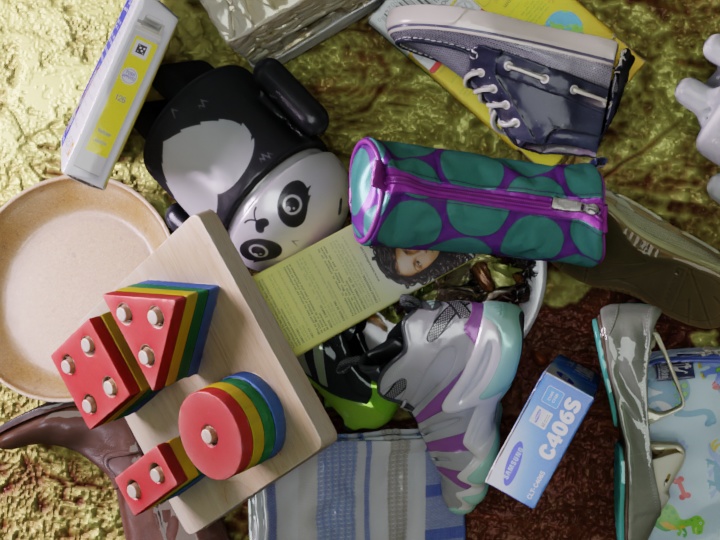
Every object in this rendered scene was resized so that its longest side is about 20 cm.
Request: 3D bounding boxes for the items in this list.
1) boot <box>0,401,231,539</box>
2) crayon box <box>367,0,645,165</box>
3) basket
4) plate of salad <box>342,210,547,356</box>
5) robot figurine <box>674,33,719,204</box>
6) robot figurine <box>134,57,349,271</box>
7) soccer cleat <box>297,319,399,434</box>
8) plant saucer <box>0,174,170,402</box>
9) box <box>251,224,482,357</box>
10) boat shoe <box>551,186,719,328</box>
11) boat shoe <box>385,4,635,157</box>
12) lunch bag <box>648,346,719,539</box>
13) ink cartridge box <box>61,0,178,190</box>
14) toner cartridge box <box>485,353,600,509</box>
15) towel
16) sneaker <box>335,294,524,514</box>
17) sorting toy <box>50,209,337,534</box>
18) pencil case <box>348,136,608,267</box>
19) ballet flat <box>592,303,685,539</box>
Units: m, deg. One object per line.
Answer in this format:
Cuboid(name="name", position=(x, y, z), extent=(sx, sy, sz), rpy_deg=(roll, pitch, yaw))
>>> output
Cuboid(name="boot", position=(-0.216, 0.202, 1.322), extent=(0.186, 0.064, 0.201), rpy_deg=(-17, 93, 11))
Cuboid(name="crayon box", position=(0.121, -0.188, 1.260), extent=(0.200, 0.051, 0.127), rpy_deg=(43, 97, 7))
Cuboid(name="basket", position=(-0.086, -0.286, 1.256), extent=(0.135, 0.123, 0.200), rpy_deg=(-28, 87, 9))
Cuboid(name="plate of salad", position=(0.057, -0.001, 1.276), extent=(0.199, 0.048, 0.201), rpy_deg=(0, 90, 9))
Cuboid(name="robot figurine", position=(0.345, -0.110, 1.193), extent=(0.200, 0.113, 0.170), rpy_deg=(33, 106, 7))
Cuboid(name="robot figurine", position=(-0.100, -0.088, 1.252), extent=(0.125, 0.150, 0.200), rpy_deg=(-39, 73, -21))
Cuboid(name="soccer cleat", position=(-0.044, 0.052, 1.277), extent=(0.200, 0.068, 0.081), rpy_deg=(37, 114, 6))
Cuboid(name="plant saucer", position=(-0.247, 0.017, 1.316), extent=(0.199, 0.035, 0.201), rpy_deg=(-3, 77, 12))
Cuboid(name="box", position=(0.000, 0.000, 1.199), extent=(0.200, 0.050, 0.075), rpy_deg=(-30, 89, -17))
Cuboid(name="boat shoe", position=(0.222, -0.023, 1.246), extent=(0.200, 0.063, 0.073), rpy_deg=(25, 122, 13))
Cuboid(name="boat shoe", position=(0.111, -0.148, 1.198), extent=(0.199, 0.075, 0.093), rpy_deg=(12, 86, 9))
Cuboid(name="lunch bag", position=(0.293, 0.161, 1.225), extent=(0.160, 0.082, 0.201), rpy_deg=(-1, 92, 7))
Cuboid(name="ink cartridge box", position=(-0.189, -0.176, 1.240), extent=(0.047, 0.198, 0.200), rpy_deg=(26, 96, -14))
Cuboid(name="toner cartridge box", position=(0.146, 0.121, 1.186), extent=(0.043, 0.200, 0.095), rpy_deg=(28, 95, 9))
Cuboid(name="towel", position=(0.000, 0.205, 1.248), extent=(0.199, 0.024, 0.147), rpy_deg=(-2, 93, -26))
Cuboid(name="sneaker", position=(0.047, 0.102, 1.216), extent=(0.139, 0.078, 0.201), rpy_deg=(10, 118, 2))
Cuboid(name="sorting toy", position=(-0.142, 0.090, 1.171), extent=(0.199, 0.069, 0.200), rpy_deg=(-38, 78, 42))
Cuboid(name="pencil case", position=(0.091, -0.052, 1.159), extent=(0.199, 0.092, 0.085), rpy_deg=(5, 83, -15))
Cuboid(name="ballet flat", position=(0.219, 0.124, 1.162), extent=(0.063, 0.067, 0.201), rpy_deg=(-6, 92, 7))
